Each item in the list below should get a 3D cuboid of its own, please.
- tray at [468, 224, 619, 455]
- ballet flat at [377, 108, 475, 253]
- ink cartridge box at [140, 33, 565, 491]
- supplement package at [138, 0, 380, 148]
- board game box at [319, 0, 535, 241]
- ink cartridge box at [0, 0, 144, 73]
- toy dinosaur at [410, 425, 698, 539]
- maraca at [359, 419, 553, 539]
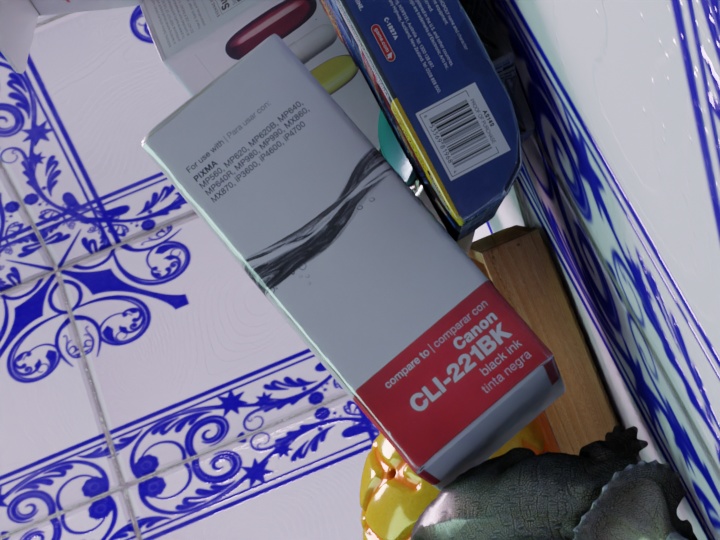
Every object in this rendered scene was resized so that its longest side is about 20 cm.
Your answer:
[{"bbox_3d":[0.112,0.075,1.239,0.099,0.037,0.200,-132,21,-86],"label":"tray"},{"bbox_3d":[0.036,-0.049,1.210,0.069,0.069,0.200,-114,33,-47],"label":"ballet flat"},{"bbox_3d":[0.000,0.000,1.101,0.200,0.084,0.144,49,179,11],"label":"ink cartridge box"},{"bbox_3d":[-0.032,-0.122,1.295,0.200,0.111,0.156,52,-170,-42],"label":"supplement package"},{"bbox_3d":[0.021,-0.116,1.054,0.200,0.062,0.200,62,-179,2],"label":"board game box"},{"bbox_3d":[-0.152,-0.215,1.217,0.116,0.068,0.200,57,-144,-49],"label":"ink cartridge box"},{"bbox_3d":[0.080,0.108,1.081,0.102,0.200,0.077,10,-97,-65],"label":"toy dinosaur"},{"bbox_3d":[0.055,0.148,1.223,0.137,0.107,0.200,105,160,-80],"label":"maraca"}]
